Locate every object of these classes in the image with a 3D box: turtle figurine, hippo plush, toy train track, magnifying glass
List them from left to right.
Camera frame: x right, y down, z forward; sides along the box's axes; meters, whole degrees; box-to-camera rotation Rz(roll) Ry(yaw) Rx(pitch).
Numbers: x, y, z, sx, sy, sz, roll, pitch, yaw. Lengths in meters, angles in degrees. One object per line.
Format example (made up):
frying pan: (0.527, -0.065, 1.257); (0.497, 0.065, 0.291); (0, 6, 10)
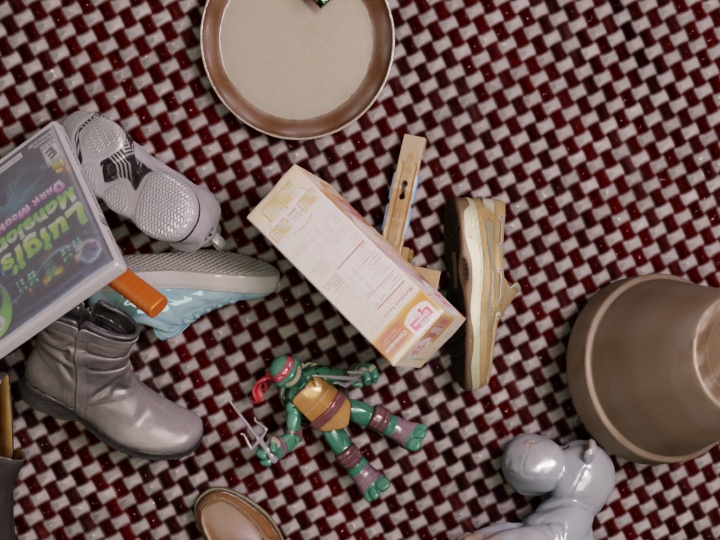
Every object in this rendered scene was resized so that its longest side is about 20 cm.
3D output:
magnifying glass: (-0.270, -0.017, 1.320); (0.199, 0.023, 0.080); (34, 60, 22)
turtle figurine: (-0.033, 0.143, 1.372); (0.200, 0.101, 0.150); (39, 105, -23)
toy train track: (0.038, -0.040, 1.394); (0.113, 0.033, 0.202); (12, 88, 13)
hippo plush: (0.206, 0.250, 1.376); (0.198, 0.159, 0.163); (12, 83, 12)

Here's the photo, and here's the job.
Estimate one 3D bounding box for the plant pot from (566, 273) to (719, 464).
plant pot: (0.332, 0.092, 1.339); (0.198, 0.173, 0.203); (3, 80, -19)

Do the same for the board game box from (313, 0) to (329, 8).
board game box: (-0.003, -0.367, 1.342); (0.200, 0.023, 0.105); (-43, 96, -11)

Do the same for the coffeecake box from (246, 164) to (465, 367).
coffeecake box: (0.000, 0.000, 1.302); (0.200, 0.153, 0.073); (45, 95, 12)

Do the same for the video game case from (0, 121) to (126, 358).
video game case: (-0.340, -0.020, 1.297); (0.199, 0.023, 0.183); (-34, 64, 9)

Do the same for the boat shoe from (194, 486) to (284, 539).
boat shoe: (-0.102, 0.313, 1.395); (0.072, 0.068, 0.201); (-38, 97, 0)

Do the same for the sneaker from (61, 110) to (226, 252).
sneaker: (-0.218, -0.082, 1.345); (0.199, 0.115, 0.075); (37, 91, 26)

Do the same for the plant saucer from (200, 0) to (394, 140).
plant saucer: (-0.064, -0.235, 1.365); (0.198, 0.032, 0.203); (-1, 96, -5)

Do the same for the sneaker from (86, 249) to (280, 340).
sneaker: (-0.181, 0.028, 1.367); (0.197, 0.074, 0.083); (0, 113, -3)

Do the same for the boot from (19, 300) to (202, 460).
boot: (-0.238, 0.105, 1.328); (0.198, 0.070, 0.132); (20, 126, -8)

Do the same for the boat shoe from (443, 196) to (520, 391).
boat shoe: (0.133, 0.024, 1.395); (0.075, 0.072, 0.203); (-3, 96, -17)

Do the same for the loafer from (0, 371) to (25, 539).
loafer: (-0.373, 0.197, 1.346); (0.071, 0.073, 0.202); (-9, 98, 15)
